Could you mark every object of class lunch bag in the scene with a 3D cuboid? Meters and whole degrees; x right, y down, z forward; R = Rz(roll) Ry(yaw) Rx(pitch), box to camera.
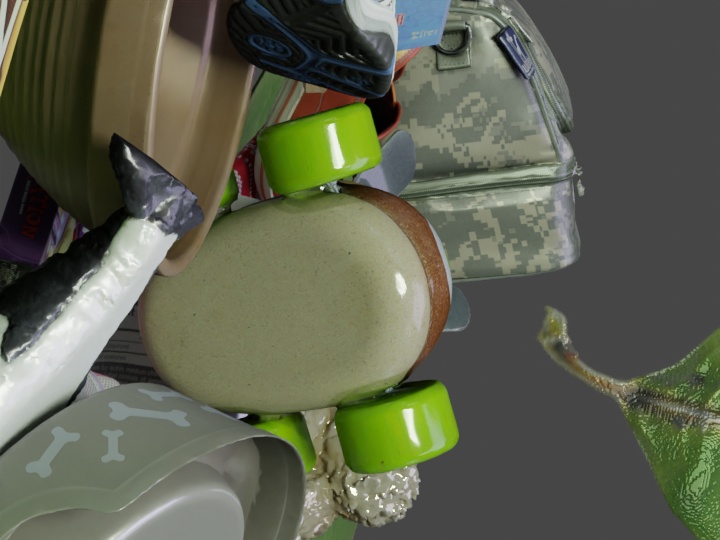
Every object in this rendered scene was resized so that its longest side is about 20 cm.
[{"bbox_3d":[0.058,-0.095,1.434,0.200,0.139,0.168,-92,175,-73],"label":"lunch bag"}]

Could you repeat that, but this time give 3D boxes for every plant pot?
[{"bbox_3d":[-0.102,-0.104,0.980,0.201,0.093,0.201,11,90,-84],"label":"plant pot"}]

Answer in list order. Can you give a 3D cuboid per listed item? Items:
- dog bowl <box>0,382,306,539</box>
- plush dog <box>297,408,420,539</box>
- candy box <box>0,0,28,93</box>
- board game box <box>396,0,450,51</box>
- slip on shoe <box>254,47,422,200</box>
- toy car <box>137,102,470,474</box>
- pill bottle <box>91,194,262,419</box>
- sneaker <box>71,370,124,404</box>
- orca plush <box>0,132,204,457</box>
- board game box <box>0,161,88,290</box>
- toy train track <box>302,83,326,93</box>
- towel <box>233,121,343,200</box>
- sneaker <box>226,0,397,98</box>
[{"bbox_3d":[-0.109,0.131,0.922,0.200,0.059,0.200,-42,154,-26],"label":"dog bowl"},{"bbox_3d":[-0.082,0.157,1.364,0.160,0.200,0.172,15,74,-50],"label":"plush dog"},{"bbox_3d":[-0.144,-0.116,0.784,0.117,0.056,0.200,82,21,-71],"label":"candy box"},{"bbox_3d":[0.012,-0.232,1.184,0.151,0.037,0.200,103,-24,-67],"label":"board game box"},{"bbox_3d":[-0.012,-0.086,1.316,0.074,0.061,0.200,-53,174,-35],"label":"slip on shoe"},{"bbox_3d":[0.000,0.000,1.167,0.200,0.158,0.165,-24,100,-58],"label":"toy car"},{"bbox_3d":[-0.088,0.065,1.247,0.116,0.116,0.200,73,30,-75],"label":"pill bottle"},{"bbox_3d":[-0.105,0.082,1.036,0.200,0.088,0.082,22,80,-84],"label":"sneaker"},{"bbox_3d":[-0.148,0.031,0.885,0.200,0.071,0.105,-56,166,4],"label":"orca plush"},{"bbox_3d":[-0.152,0.038,1.070,0.120,0.032,0.200,96,7,-64],"label":"board game box"},{"bbox_3d":[-0.010,-0.185,1.171,0.115,0.032,0.200,-105,-165,-62],"label":"toy train track"},{"bbox_3d":[-0.065,-0.032,1.409,0.200,0.022,0.145,-52,161,-34],"label":"towel"},{"bbox_3d":[-0.014,-0.132,0.955,0.200,0.076,0.077,86,21,-69],"label":"sneaker"}]
